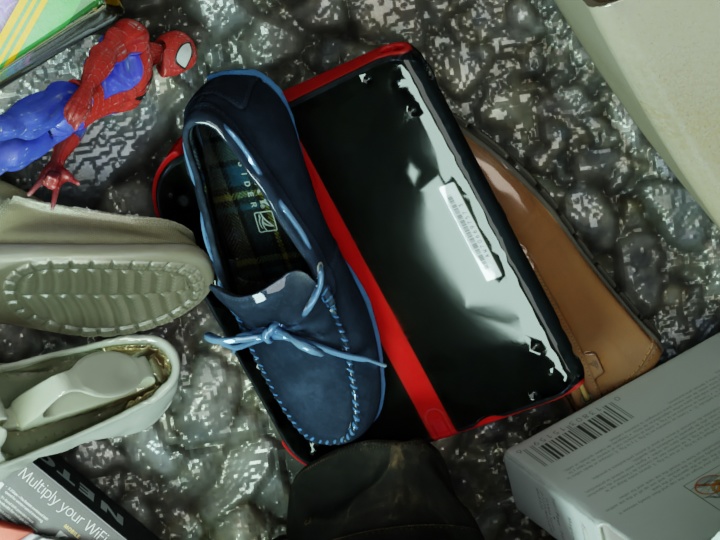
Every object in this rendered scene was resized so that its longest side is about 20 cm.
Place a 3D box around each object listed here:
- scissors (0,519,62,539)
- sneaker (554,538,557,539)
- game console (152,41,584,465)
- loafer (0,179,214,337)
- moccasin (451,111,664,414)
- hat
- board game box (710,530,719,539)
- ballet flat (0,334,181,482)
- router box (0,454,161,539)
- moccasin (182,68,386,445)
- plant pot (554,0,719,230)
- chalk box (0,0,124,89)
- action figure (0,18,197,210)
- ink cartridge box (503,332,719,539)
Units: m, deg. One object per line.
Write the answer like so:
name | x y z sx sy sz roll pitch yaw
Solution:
scissors | -0.167 0.138 1.213 0.199 0.014 0.073 -3 100 -4
sneaker | 0.162 0.179 1.210 0.079 0.199 0.130 4 108 -34
game console | 0.000 0.000 1.207 0.177 0.031 0.200 -23 103 27
loafer | -0.174 -0.012 1.202 0.199 0.068 0.076 0 146 -1
moccasin | 0.071 -0.007 1.230 0.078 0.074 0.201 -41 110 -4
hat | 0.015 0.130 1.206 0.200 0.201 0.081 -2 74 -3
board game box | 0.241 0.120 1.089 0.200 0.200 0.026 -30 63 -12
ballet flat | -0.175 0.070 1.183 0.200 0.069 0.070 -17 104 -34
router box | -0.222 0.151 1.246 0.200 0.052 0.157 41 95 -10
moccasin | -0.050 0.003 1.170 0.080 0.068 0.200 -16 106 26
plant pot | 0.212 -0.116 1.163 0.200 0.200 0.177 -24 112 1
chalk box | -0.234 -0.127 1.153 0.200 0.124 0.124 -31 96 1
action figure | -0.152 -0.073 1.163 0.052 0.200 0.065 41 139 12
ink cartridge box | 0.200 0.094 1.173 0.200 0.174 0.044 -27 122 -19
